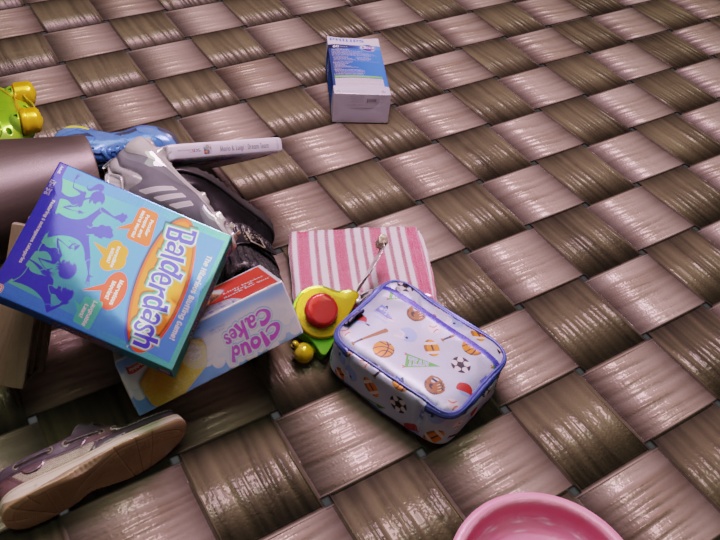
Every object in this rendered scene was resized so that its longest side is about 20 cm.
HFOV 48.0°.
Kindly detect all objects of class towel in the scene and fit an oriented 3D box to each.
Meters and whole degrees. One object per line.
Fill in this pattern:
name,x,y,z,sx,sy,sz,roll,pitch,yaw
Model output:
towel,0.000,0.000,1.110,0.195,0.030,0.148,-2,43,-6

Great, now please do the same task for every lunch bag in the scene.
lunch bag,0.067,0.099,0.972,0.198,0.077,0.160,35,50,22

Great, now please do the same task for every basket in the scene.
basket,-0.462,-0.112,1.096,0.197,0.137,0.182,-15,54,-28

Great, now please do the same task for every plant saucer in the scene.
plant saucer,0.176,0.313,0.775,0.195,0.052,0.203,4,42,-3

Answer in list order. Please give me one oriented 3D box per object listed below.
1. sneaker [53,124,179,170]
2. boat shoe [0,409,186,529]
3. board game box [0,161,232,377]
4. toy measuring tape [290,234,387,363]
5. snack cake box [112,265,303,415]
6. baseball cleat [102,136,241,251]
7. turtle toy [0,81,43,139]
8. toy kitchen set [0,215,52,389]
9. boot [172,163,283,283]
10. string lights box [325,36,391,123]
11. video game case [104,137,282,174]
sneaker,-0.372,-0.175,1.215,0.195,0.067,0.079,2,34,3
boat shoe,-0.279,0.189,0.837,0.197,0.073,0.065,-27,55,-24
board game box,-0.250,-0.001,0.831,0.196,0.045,0.155,22,71,-2
toy measuring tape,-0.036,0.024,1.019,0.072,0.074,0.202,22,66,17
snack cake box,-0.176,0.073,0.911,0.197,0.068,0.115,-26,15,-14
baseball cleat,-0.233,-0.070,0.964,0.106,0.070,0.200,-41,66,-11
turtle toy,-0.555,-0.222,1.220,0.143,0.103,0.201,-12,45,-20
toy kitchen set,-0.301,0.039,0.955,0.195,0.185,0.163,11,7,-10
boot,-0.183,-0.038,1.031,0.209,0.080,0.160,26,32,-30
string lights box,-0.008,-0.346,1.456,0.100,0.060,0.202,1,43,-7
video game case,-0.237,-0.158,1.138,0.180,0.024,0.198,-12,7,-41
